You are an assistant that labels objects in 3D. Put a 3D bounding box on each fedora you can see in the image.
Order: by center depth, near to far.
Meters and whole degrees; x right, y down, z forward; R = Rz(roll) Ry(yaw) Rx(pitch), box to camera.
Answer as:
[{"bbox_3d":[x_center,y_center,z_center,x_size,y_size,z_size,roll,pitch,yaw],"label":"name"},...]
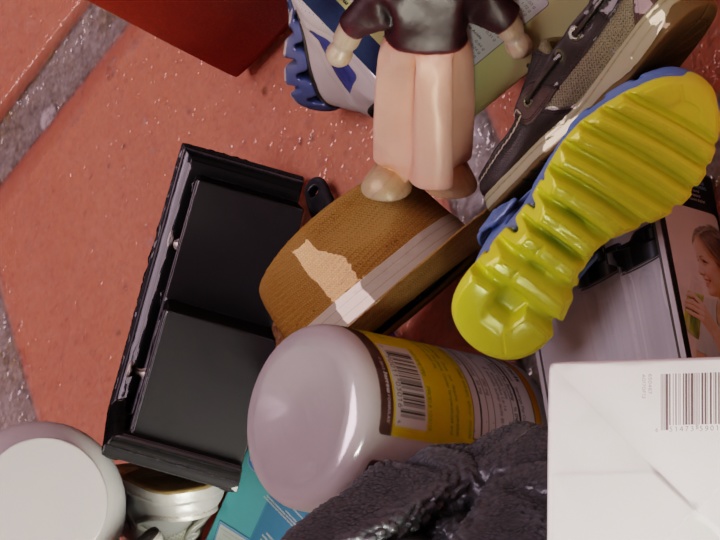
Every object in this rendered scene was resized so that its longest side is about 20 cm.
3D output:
[{"bbox_3d":[0.000,0.000,1.712,0.082,0.200,0.201,51,124,4],"label":"fedora"}]

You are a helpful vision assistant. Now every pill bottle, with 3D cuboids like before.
[{"bbox_3d":[0.038,0.099,1.632,0.109,0.199,0.110,-16,68,45],"label":"pill bottle"},{"bbox_3d":[-0.211,0.157,1.805,0.200,0.111,0.112,137,140,-79],"label":"pill bottle"}]

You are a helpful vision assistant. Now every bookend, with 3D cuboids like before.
[{"bbox_3d":[-0.101,0.027,1.827,0.200,0.092,0.200,-127,53,-83],"label":"bookend"}]

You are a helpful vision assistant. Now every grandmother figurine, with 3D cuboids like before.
[{"bbox_3d":[0.041,-0.136,1.615,0.061,0.120,0.201,-108,12,-54],"label":"grandmother figurine"}]

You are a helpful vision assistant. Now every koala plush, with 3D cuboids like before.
[{"bbox_3d":[0.076,0.207,1.527,0.177,0.184,0.201,9,124,39],"label":"koala plush"}]

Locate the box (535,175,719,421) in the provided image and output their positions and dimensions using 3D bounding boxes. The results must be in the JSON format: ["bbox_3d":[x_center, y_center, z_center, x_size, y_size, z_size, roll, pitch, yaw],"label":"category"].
[{"bbox_3d":[0.163,0.050,1.609,0.116,0.060,0.201,-29,58,41],"label":"box"}]

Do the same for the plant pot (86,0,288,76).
[{"bbox_3d":[-0.101,-0.288,1.925,0.176,0.199,0.201,-30,57,28],"label":"plant pot"}]

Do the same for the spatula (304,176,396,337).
[{"bbox_3d":[-0.007,0.018,1.846,0.056,0.021,0.201,-35,51,23],"label":"spatula"}]

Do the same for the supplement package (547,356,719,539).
[{"bbox_3d":[0.191,0.131,1.403,0.151,0.200,0.152,-2,79,18],"label":"supplement package"}]

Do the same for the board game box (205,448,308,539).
[{"bbox_3d":[-0.058,0.233,1.827,0.151,0.047,0.201,41,111,48],"label":"board game box"}]

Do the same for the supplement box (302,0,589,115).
[{"bbox_3d":[0.066,-0.228,1.666,0.200,0.200,0.134,-38,13,36],"label":"supplement box"}]

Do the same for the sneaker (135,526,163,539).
[{"bbox_3d":[-0.136,0.242,1.821,0.115,0.076,0.200,49,161,1],"label":"sneaker"}]

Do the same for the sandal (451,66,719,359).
[{"bbox_3d":[0.126,-0.043,1.578,0.200,0.079,0.087,-44,13,18],"label":"sandal"}]

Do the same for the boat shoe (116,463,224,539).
[{"bbox_3d":[-0.132,0.168,1.892,0.200,0.070,0.070,171,95,-77],"label":"boat shoe"}]

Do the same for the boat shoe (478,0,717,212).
[{"bbox_3d":[0.130,-0.110,1.603,0.200,0.073,0.065,-47,67,36],"label":"boat shoe"}]

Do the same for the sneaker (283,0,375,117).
[{"bbox_3d":[0.001,-0.175,1.809,0.115,0.200,0.081,25,55,37],"label":"sneaker"}]
